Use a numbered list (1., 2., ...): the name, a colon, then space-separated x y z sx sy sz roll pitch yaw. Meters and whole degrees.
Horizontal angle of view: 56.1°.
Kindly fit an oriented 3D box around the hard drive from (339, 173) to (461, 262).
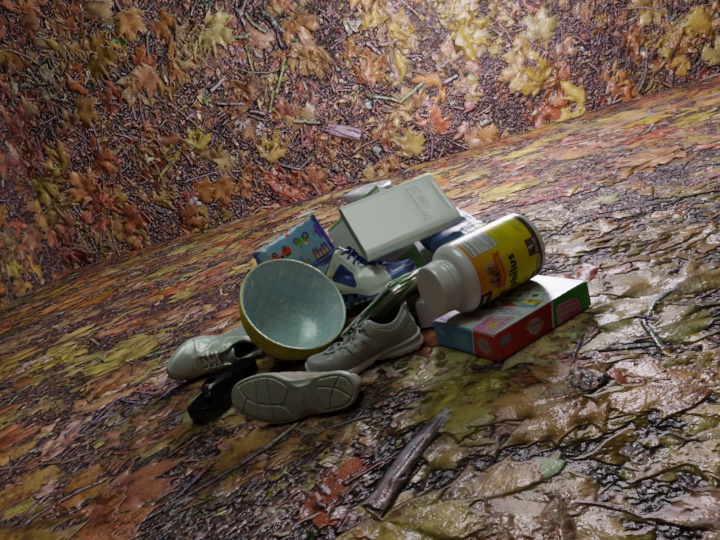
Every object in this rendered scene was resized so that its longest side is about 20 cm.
1. hard drive: 0.074 -0.103 1.275 0.196 0.027 0.133 -22 53 -13

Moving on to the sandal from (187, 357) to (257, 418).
1. sandal: -0.241 0.193 1.156 0.074 0.044 0.200 -14 15 16

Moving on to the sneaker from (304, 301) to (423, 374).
1. sneaker: 0.000 0.110 1.083 0.195 0.084 0.075 -21 14 -10

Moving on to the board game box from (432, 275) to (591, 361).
1. board game box: 0.232 0.066 1.045 0.197 0.041 0.152 -25 16 -25

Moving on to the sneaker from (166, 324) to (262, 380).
1. sneaker: -0.271 0.156 1.280 0.196 0.072 0.080 -22 17 -16

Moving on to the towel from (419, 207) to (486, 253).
1. towel: 0.186 -0.059 1.268 0.110 0.049 0.200 -27 29 -9

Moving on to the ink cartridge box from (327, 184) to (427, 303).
1. ink cartridge box: 0.037 -0.045 1.337 0.145 0.202 0.048 -39 -23 17

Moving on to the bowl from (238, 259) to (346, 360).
1. bowl: -0.134 0.090 1.223 0.199 0.200 0.109 -31 -22 -43

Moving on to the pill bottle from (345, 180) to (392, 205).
1. pill bottle: 0.044 -0.090 1.528 0.110 0.205 0.113 -16 14 4

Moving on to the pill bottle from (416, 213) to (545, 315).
1. pill bottle: 0.187 -0.006 1.057 0.197 0.112 0.109 -25 16 -24

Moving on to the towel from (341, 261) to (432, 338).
1. towel: 0.059 0.047 1.181 0.153 0.023 0.199 -50 -12 34

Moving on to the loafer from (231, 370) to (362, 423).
1. loafer: -0.091 0.181 0.993 0.194 0.074 0.063 -7 0 16

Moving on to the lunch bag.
1. lunch bag: -0.102 0.019 1.365 0.149 0.202 0.094 -33 -13 -10

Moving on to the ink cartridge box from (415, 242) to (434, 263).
1. ink cartridge box: 0.153 -0.030 1.405 0.195 0.086 0.146 -16 16 9

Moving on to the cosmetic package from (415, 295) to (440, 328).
1. cosmetic package: 0.161 0.037 1.220 0.081 0.052 0.200 -13 15 21

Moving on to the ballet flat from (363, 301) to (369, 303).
1. ballet flat: -0.011 0.027 1.436 0.067 0.069 0.198 -27 17 -32

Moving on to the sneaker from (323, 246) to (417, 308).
1. sneaker: -0.001 0.000 1.265 0.196 0.118 0.080 -22 -3 25
